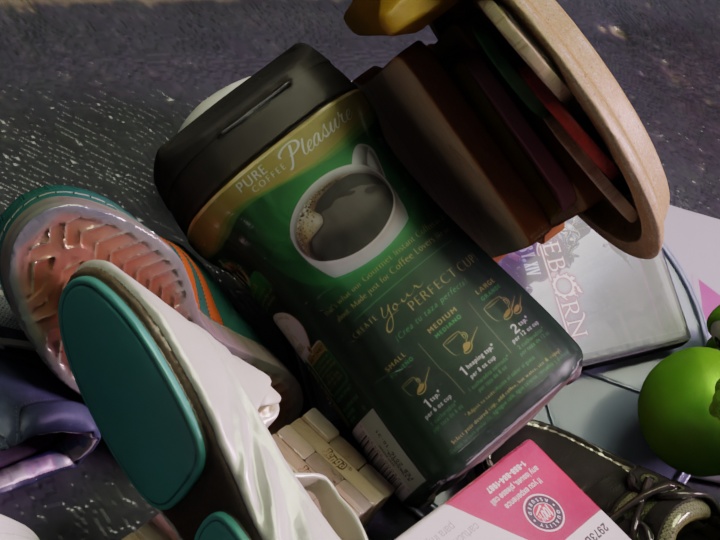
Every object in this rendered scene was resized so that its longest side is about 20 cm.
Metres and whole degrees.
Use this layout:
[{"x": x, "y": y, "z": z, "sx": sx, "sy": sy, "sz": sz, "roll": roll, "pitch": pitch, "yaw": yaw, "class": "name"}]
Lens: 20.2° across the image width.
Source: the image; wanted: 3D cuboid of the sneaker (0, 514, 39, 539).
[{"x": -0.191, "y": 0.138, "z": 0.701, "sx": 0.199, "sy": 0.075, "sz": 0.100, "roll": -8, "pitch": 71, "yaw": -45, "class": "sneaker"}]

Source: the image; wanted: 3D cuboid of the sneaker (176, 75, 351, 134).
[{"x": 0.014, "y": -0.025, "z": 1.042, "sx": 0.199, "sy": 0.081, "sz": 0.147, "roll": 5, "pitch": 40, "yaw": -44, "class": "sneaker"}]

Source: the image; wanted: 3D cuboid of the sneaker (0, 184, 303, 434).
[{"x": -0.101, "y": 0.015, "z": 0.866, "sx": 0.080, "sy": 0.071, "sz": 0.200, "roll": 45, "pitch": -2, "yaw": 39, "class": "sneaker"}]

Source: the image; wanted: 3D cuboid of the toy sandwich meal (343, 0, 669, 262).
[{"x": 0.055, "y": -0.068, "z": 0.886, "sx": 0.206, "sy": 0.070, "sz": 0.205, "roll": 52, "pitch": -5, "yaw": 6, "class": "toy sandwich meal"}]

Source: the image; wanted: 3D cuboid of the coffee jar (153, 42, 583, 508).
[{"x": 0.000, "y": 0.000, "z": 0.905, "sx": 0.104, "sy": 0.085, "sz": 0.200, "roll": -38, "pitch": 84, "yaw": -15, "class": "coffee jar"}]

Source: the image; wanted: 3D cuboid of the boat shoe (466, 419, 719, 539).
[{"x": 0.139, "y": 0.125, "z": 0.917, "sx": 0.200, "sy": 0.066, "sz": 0.072, "roll": 36, "pitch": 61, "yaw": 14, "class": "boat shoe"}]

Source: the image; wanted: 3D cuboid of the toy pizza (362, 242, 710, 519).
[{"x": 0.081, "y": 0.045, "z": 1.000, "sx": 0.199, "sy": 0.032, "sz": 0.202, "roll": 5, "pitch": 72, "yaw": -15, "class": "toy pizza"}]

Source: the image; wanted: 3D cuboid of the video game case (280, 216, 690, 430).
[{"x": 0.050, "y": -0.011, "z": 0.982, "sx": 0.199, "sy": 0.019, "sz": 0.144, "roll": -12, "pitch": 76, "yaw": -18, "class": "video game case"}]

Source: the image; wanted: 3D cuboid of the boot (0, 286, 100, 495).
[{"x": -0.191, "y": 0.049, "z": 0.786, "sx": 0.199, "sy": 0.073, "sz": 0.090, "roll": -10, "pitch": 53, "yaw": -50, "class": "boot"}]

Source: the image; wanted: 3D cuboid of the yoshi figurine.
[{"x": 0.198, "y": 0.095, "z": 0.931, "sx": 0.111, "sy": 0.113, "sz": 0.200, "roll": 13, "pitch": 28, "yaw": -36, "class": "yoshi figurine"}]

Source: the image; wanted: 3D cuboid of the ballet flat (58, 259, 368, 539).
[{"x": -0.046, "y": 0.080, "z": 0.777, "sx": 0.069, "sy": 0.069, "sz": 0.201, "roll": -16, "pitch": 68, "yaw": -49, "class": "ballet flat"}]

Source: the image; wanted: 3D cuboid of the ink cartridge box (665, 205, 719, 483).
[{"x": 0.225, "y": 0.046, "z": 1.171, "sx": 0.199, "sy": 0.043, "sz": 0.197, "roll": 13, "pitch": 39, "yaw": -27, "class": "ink cartridge box"}]

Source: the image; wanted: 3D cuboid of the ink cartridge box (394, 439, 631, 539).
[{"x": 0.088, "y": 0.189, "z": 0.840, "sx": 0.200, "sy": 0.085, "sz": 0.145, "roll": 44, "pitch": 37, "yaw": 13, "class": "ink cartridge box"}]

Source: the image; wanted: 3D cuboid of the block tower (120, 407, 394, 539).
[{"x": -0.060, "y": 0.123, "z": 0.824, "sx": 0.054, "sy": 0.058, "sz": 0.200, "roll": 43, "pitch": 34, "yaw": 11, "class": "block tower"}]
